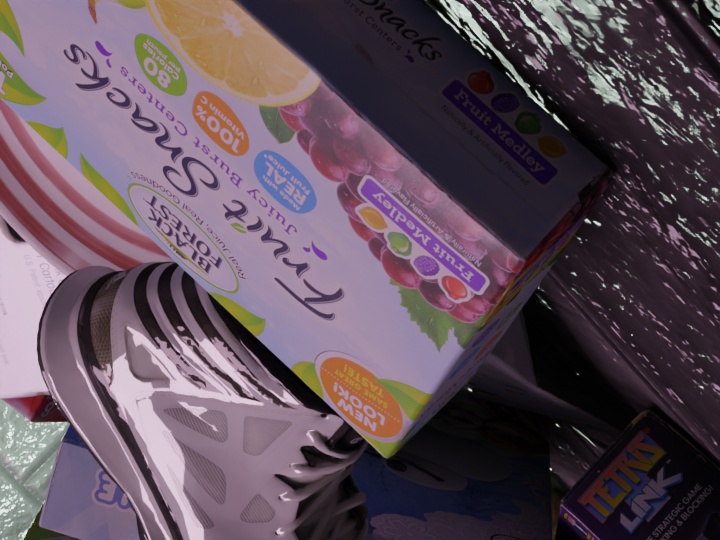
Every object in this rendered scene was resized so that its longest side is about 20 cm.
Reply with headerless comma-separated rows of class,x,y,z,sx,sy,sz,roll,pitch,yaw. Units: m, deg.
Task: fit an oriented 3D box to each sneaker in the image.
sneaker,-0.022,0.078,0.980,0.115,0.076,0.201,-9,124,42

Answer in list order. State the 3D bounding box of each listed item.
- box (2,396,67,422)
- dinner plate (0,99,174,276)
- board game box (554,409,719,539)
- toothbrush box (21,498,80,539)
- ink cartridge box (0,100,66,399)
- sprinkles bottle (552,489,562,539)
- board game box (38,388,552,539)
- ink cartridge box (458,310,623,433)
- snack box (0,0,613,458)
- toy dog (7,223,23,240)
box,-0.125,0.013,1.405,0.100,0.096,0.200,36,-166,24
dinner plate,-0.078,-0.071,0.975,0.200,0.024,0.201,22,131,27
board game box,0.155,0.147,1.131,0.165,0.057,0.200,41,171,12
toothbrush box,-0.048,0.132,1.310,0.146,0.199,0.086,-66,-37,-61
ink cartridge box,-0.199,-0.034,1.098,0.199,0.043,0.199,-6,119,21
sprinkles bottle,0.018,0.077,1.388,0.200,0.068,0.068,45,172,-11
board game box,-0.019,0.081,1.158,0.199,0.044,0.199,17,-162,-2
ink cartridge box,0.000,0.000,1.091,0.160,0.047,0.200,13,168,40
snack box,-0.030,-0.050,0.880,0.200,0.053,0.142,43,149,8
toy dog,-0.205,-0.060,1.176,0.199,0.140,0.194,1,162,18
